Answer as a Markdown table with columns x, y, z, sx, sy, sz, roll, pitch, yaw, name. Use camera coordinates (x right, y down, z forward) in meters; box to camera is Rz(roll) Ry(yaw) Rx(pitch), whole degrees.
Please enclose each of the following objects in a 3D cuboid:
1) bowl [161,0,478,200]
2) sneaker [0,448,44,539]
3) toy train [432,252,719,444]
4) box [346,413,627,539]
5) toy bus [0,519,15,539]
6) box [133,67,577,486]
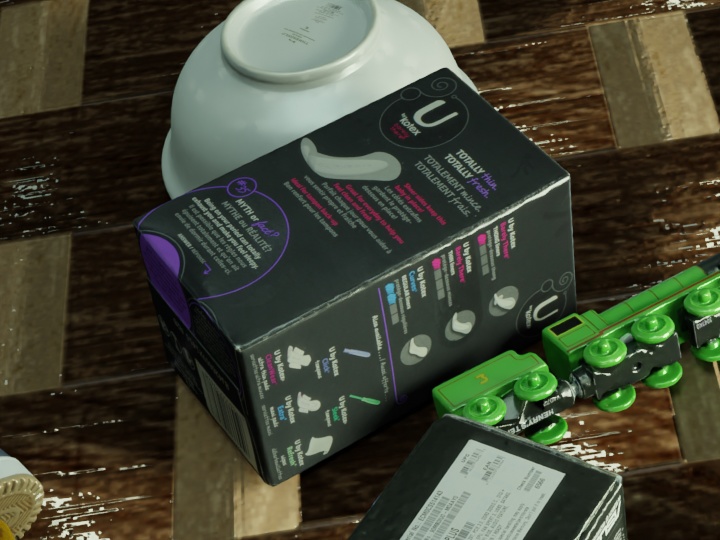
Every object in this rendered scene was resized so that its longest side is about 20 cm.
| x | y | z | sx | sy | sz | roll | pitch | yaw | name |
| --- | --- | --- | --- | --- | --- | --- | --- | --- | --- |
| -0.029 | -0.110 | 1.180 | 0.199 | 0.091 | 0.202 | -6 | 43 | 6 | bowl |
| -0.262 | 0.110 | 0.962 | 0.108 | 0.070 | 0.199 | 41 | 35 | 28 | sneaker |
| 0.128 | 0.042 | 1.020 | 0.199 | 0.042 | 0.056 | -25 | 33 | -14 | toy train |
| 0.028 | 0.188 | 0.790 | 0.086 | 0.165 | 0.200 | 17 | 50 | 28 | box |
| -0.139 | 0.191 | 0.896 | 0.078 | 0.065 | 0.200 | -20 | 43 | -10 | toy bus |
| 0.000 | 0.000 | 1.041 | 0.199 | 0.107 | 0.122 | -27 | 46 | -18 | box |
